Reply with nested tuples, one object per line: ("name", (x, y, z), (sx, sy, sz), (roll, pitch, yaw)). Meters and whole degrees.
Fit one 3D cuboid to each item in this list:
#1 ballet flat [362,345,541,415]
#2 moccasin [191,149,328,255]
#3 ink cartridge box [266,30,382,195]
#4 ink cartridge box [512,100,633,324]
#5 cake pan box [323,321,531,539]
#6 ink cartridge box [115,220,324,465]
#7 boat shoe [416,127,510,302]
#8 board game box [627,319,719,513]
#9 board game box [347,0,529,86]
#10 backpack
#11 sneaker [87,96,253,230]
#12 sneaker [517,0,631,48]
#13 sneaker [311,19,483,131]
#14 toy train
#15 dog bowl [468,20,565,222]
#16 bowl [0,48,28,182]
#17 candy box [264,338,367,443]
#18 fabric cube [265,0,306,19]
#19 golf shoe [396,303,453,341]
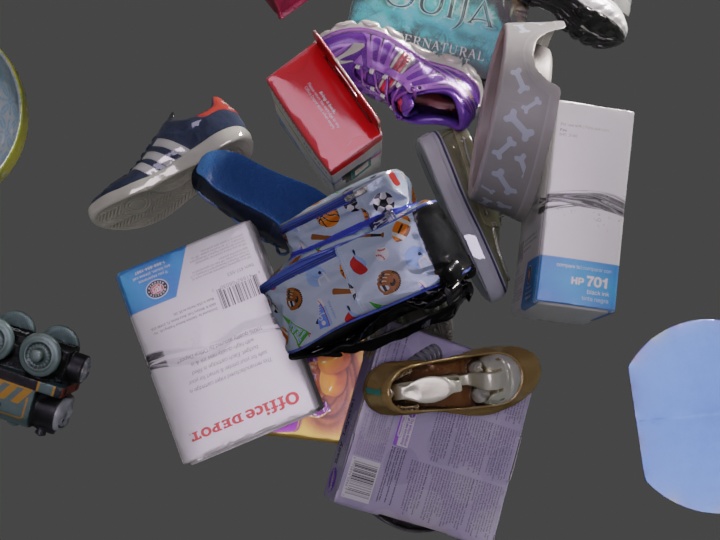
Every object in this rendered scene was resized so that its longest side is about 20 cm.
("ballet flat", (0.102, 0.115, 0.976), (0.197, 0.063, 0.070), (-7, 89, -18))
("moccasin", (-0.091, -0.068, 1.066), (0.199, 0.068, 0.081), (36, 64, -18))
("ink cartridge box", (-0.035, -0.154, 1.014), (0.067, 0.200, 0.117), (-35, 84, -3))
("ink cartridge box", (0.216, -0.054, 1.018), (0.085, 0.146, 0.203), (9, 83, 2))
("cake pan box", (0.074, 0.172, 1.023), (0.182, 0.052, 0.203), (18, 82, -14))
("ink cartridge box", (-0.138, 0.073, 0.991), (0.145, 0.086, 0.202), (-21, 84, -1))
("boat shoe", (0.123, -0.066, 1.068), (0.061, 0.072, 0.202), (-21, 81, -3))
("board game box", (0.371, 0.156, 1.056), (0.156, 0.039, 0.203), (-7, 78, 5))
("board game box", (0.089, -0.292, 1.116), (0.197, 0.028, 0.137), (13, 84, 2))
("backpack", (0.000, 0.000, 0.913), (0.189, 0.200, 0.155), (-32, 82, 7))
("sneaker", (-0.216, -0.120, 1.085), (0.198, 0.075, 0.085), (-28, 65, 1))
("sneaker", (0.219, -0.328, 1.083), (0.199, 0.074, 0.080), (31, 69, -22))
("sneaker", (0.037, -0.207, 1.066), (0.198, 0.081, 0.084), (17, 47, 3))
("toy train", (-0.390, 0.102, 1.053), (0.198, 0.085, 0.115), (18, 96, 1))
("dog bowl", (0.152, -0.152, 0.981), (0.058, 0.200, 0.203), (11, 83, 0))
("bowl", (-0.446, -0.158, 1.066), (0.197, 0.108, 0.203), (0, 84, 1))
("candy box", (-0.096, 0.117, 1.056), (0.197, 0.056, 0.118), (5, 84, 3))
("fabric cube", (-0.083, -0.433, 1.039), (0.199, 0.196, 0.200), (-35, 78, -1))
("golf shoe", (0.051, -0.012, 1.061), (0.078, 0.097, 0.201), (-19, 110, 37))
